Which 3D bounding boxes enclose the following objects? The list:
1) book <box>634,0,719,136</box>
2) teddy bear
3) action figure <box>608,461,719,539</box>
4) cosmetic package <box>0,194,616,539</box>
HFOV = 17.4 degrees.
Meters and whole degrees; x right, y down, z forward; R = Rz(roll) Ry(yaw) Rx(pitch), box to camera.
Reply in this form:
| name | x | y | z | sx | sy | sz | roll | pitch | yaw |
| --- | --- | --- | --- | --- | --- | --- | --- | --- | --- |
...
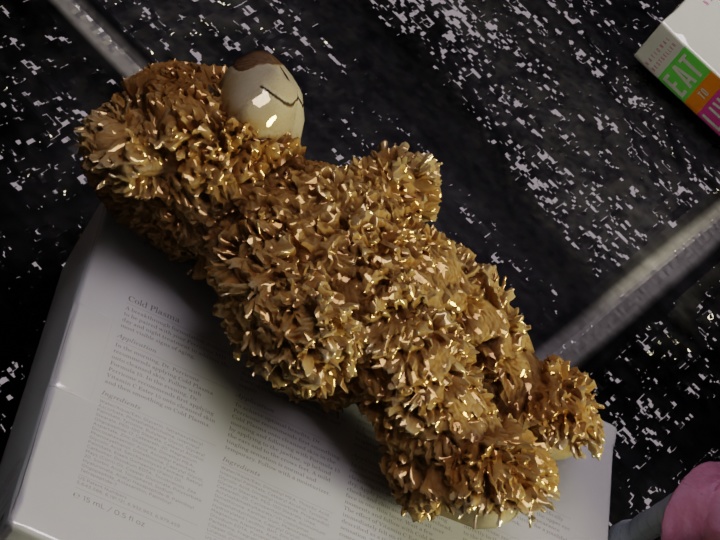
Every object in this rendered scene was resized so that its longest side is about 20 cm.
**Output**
| name | x | y | z | sx | sy | sz | roll | pitch | yaw |
| --- | --- | --- | --- | --- | --- | --- | --- | --- | --- |
| book | 0.230 | -0.063 | 1.077 | 0.200 | 0.048 | 0.134 | 43 | 45 | 4 |
| teddy bear | 0.000 | 0.000 | 0.755 | 0.144 | 0.067 | 0.200 | -16 | 61 | -47 |
| action figure | 0.175 | 0.097 | 0.814 | 0.134 | 0.149 | 0.200 | 42 | 26 | -3 |
| cosmetic package | -0.015 | 0.077 | 0.759 | 0.199 | 0.052 | 0.151 | 26 | 43 | -13 |
